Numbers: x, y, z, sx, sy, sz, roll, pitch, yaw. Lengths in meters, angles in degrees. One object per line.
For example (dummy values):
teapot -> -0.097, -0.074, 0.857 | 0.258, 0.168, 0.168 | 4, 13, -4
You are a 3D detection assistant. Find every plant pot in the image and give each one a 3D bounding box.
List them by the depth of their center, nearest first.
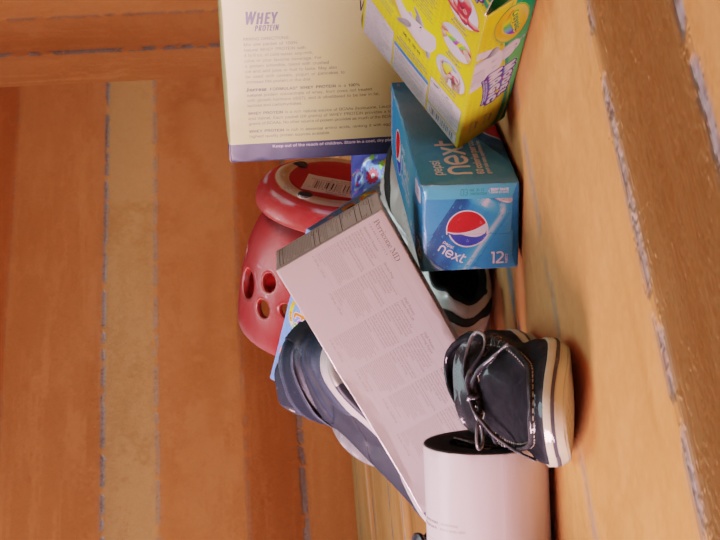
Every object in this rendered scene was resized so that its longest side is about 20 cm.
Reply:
plant pot -> -0.032, -0.018, 1.707 | 0.201, 0.198, 0.185 | -101, 16, -65

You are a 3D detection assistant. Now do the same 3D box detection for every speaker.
speaker -> 0.081, 0.201, 0.955 | 0.081, 0.080, 0.203 | -132, 38, -84

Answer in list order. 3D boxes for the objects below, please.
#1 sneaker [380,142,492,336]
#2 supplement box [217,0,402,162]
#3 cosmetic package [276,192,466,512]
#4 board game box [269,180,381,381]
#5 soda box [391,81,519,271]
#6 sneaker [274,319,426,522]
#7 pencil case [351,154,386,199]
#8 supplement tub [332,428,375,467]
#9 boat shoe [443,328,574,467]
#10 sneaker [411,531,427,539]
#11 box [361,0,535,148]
sneaker -> 0.065, -0.031, 1.171 | 0.080, 0.073, 0.202 | 100, 159, -56
supplement box -> -0.030, -0.223, 1.398 | 0.135, 0.197, 0.202 | -99, 6, -53
cosmetic package -> 0.027, 0.056, 1.038 | 0.201, 0.082, 0.051 | 60, -173, -16
board game box -> 0.000, 0.000, 1.349 | 0.200, 0.036, 0.153 | -38, -31, -53
soda box -> 0.063, -0.072, 1.088 | 0.201, 0.067, 0.065 | -100, 8, -63
sneaker -> 0.017, 0.116, 1.157 | 0.203, 0.077, 0.146 | 54, 159, -17
pencil case -> 0.025, -0.095, 1.567 | 0.078, 0.086, 0.202 | 24, -125, -48
supplement tub -> 0.032, 0.067, 1.278 | 0.201, 0.121, 0.124 | 91, 174, -53
boat shoe -> 0.087, 0.072, 0.907 | 0.200, 0.061, 0.076 | -134, 43, -82
sneaker -> 0.072, 0.244, 1.152 | 0.200, 0.074, 0.115 | 90, 173, -73
box -> 0.052, -0.173, 0.963 | 0.118, 0.048, 0.200 | 53, 167, 15
